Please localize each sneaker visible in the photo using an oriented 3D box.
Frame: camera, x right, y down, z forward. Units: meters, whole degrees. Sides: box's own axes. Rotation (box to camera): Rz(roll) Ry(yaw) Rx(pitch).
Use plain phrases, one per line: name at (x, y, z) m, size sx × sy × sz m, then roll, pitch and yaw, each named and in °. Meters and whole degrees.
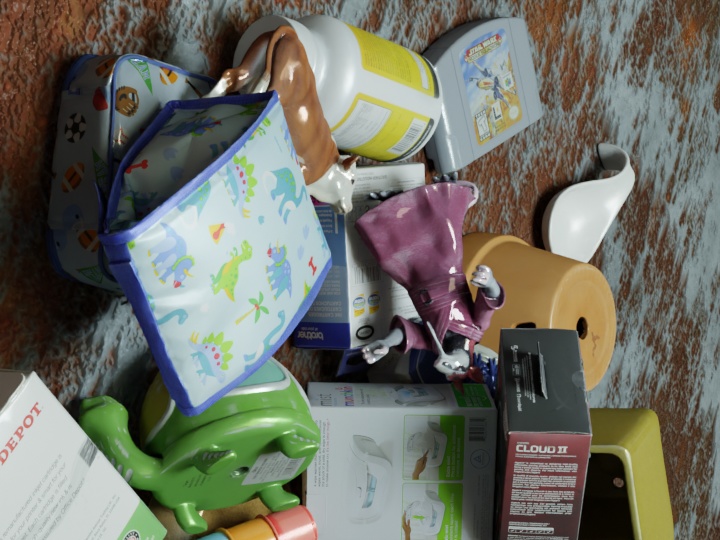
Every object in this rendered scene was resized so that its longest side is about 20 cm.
sneaker at (0.132, 0.108, 1.524) m, size 0.199 × 0.115 × 0.081 m, roll 36°, pitch 66°, yaw -44°

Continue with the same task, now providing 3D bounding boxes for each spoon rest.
spoon rest at (0.273, -0.081, 1.849) m, size 0.200 × 0.060 × 0.100 m, roll -53°, pitch 129°, yaw -37°

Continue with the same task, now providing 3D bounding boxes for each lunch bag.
lunch bag at (-0.178, -0.071, 1.278) m, size 0.160 × 0.075 × 0.201 m, roll 12°, pitch 82°, yaw -55°
lunch bag at (-0.120, -0.015, 1.189) m, size 0.200 × 0.127 × 0.171 m, roll -64°, pitch 142°, yaw -49°

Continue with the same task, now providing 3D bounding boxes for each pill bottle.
pill bottle at (-0.022, -0.171, 1.438) m, size 0.200 × 0.112 × 0.113 m, roll 13°, pitch 81°, yaw -51°

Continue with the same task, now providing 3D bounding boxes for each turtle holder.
turtle holder at (-0.132, 0.136, 1.307) m, size 0.141 × 0.185 × 0.132 m, roll 79°, pitch -11°, yaw -59°

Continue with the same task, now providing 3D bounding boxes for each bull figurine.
bull figurine at (-0.064, -0.110, 1.324) m, size 0.122 × 0.065 × 0.200 m, roll -50°, pitch 140°, yaw -30°

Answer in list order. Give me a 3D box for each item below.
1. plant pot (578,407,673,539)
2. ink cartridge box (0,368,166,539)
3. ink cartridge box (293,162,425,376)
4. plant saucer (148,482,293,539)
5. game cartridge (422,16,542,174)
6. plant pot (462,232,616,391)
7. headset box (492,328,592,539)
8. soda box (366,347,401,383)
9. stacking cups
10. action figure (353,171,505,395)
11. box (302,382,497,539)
plant pot at (0.253, 0.246, 1.741) m, size 0.200 × 0.193 × 0.196 m, roll -32°, pitch 116°, yaw -56°
ink cartridge box at (-0.257, 0.190, 1.176) m, size 0.146 × 0.084 × 0.200 m, roll -58°, pitch 131°, yaw -33°
ink cartridge box at (0.000, 0.000, 1.498) m, size 0.136 × 0.076 × 0.201 m, roll -9°, pitch 96°, yaw -51°
plant saucer at (-0.114, 0.246, 1.396) m, size 0.200 × 0.035 × 0.201 m, roll -3°, pitch 94°, yaw -51°
game cartridge at (0.128, -0.199, 1.686) m, size 0.200 × 0.041 × 0.134 m, roll -34°, pitch 121°, yaw -45°
plant pot at (0.182, 0.058, 1.677) m, size 0.200 × 0.140 × 0.201 m, roll 0°, pitch 90°, yaw -51°
headset box at (0.160, 0.159, 1.411) m, size 0.149 × 0.077 × 0.201 m, roll -88°, pitch 178°, yaw -54°
soda box at (0.077, 0.173, 1.605) m, size 0.064 × 0.068 × 0.201 m, roll -43°, pitch 123°, yaw -42°
stacking cups at (-0.126, 0.249, 1.306) m, size 0.199 × 0.060 × 0.061 m, roll -17°, pitch 105°, yaw -27°
action figure at (0.066, 0.018, 1.435) m, size 0.149 × 0.133 × 0.201 m, roll -3°, pitch 76°, yaw -77°
box at (0.033, 0.211, 1.438) m, size 0.097 × 0.176 × 0.201 m, roll -98°, pitch -172°, yaw -79°
